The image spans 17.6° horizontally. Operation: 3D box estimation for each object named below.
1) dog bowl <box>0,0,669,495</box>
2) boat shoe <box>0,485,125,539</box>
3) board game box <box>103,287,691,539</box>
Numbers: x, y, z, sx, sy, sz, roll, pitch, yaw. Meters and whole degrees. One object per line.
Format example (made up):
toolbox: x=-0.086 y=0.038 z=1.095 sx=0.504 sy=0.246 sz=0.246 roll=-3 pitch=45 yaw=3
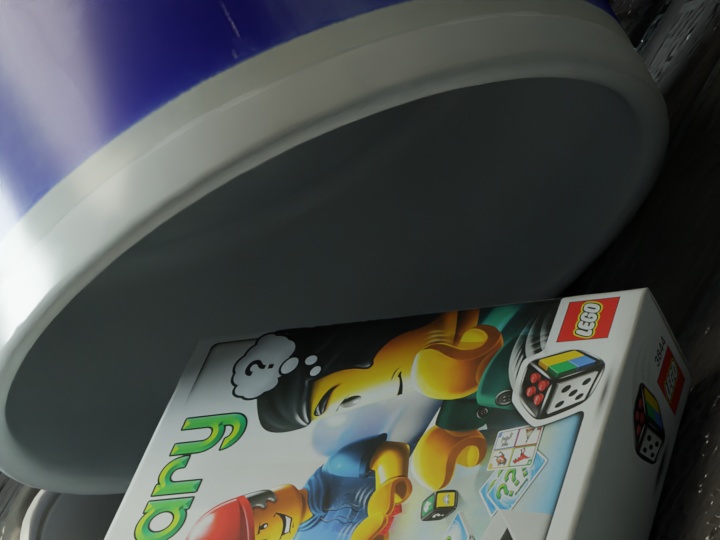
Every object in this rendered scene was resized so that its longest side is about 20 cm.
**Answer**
dog bowl: x=-0.022 y=-0.024 z=0.619 sx=0.199 sy=0.079 sz=0.200 roll=-23 pitch=-22 yaw=-10
boat shoe: x=-0.076 y=0.086 z=0.791 sx=0.057 sy=0.067 sz=0.200 roll=-26 pitch=1 yaw=24
board game box: x=-0.011 y=0.091 z=0.495 sx=0.125 sy=0.035 sz=0.201 roll=-8 pitch=41 yaw=30
